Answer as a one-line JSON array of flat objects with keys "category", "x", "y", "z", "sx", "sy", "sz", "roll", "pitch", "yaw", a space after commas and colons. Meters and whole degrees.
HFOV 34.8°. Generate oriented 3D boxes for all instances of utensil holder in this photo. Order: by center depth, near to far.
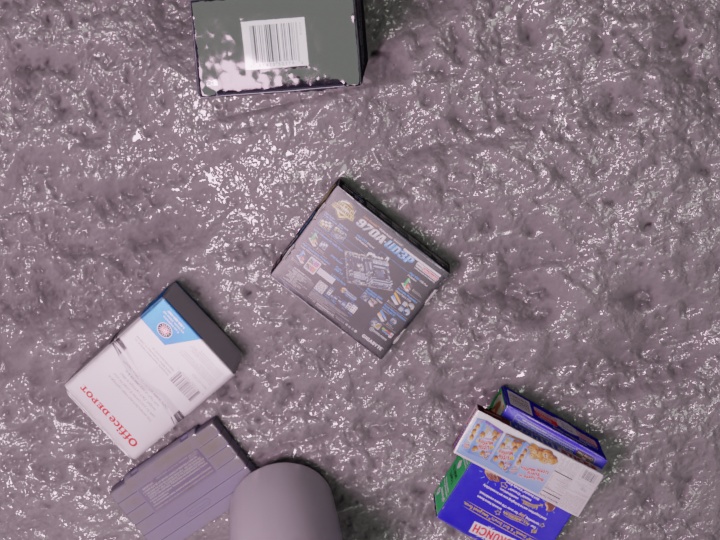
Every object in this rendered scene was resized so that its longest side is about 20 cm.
[{"category": "utensil holder", "x": -0.101, "y": 0.389, "z": 1.591, "sx": 0.167, "sy": 0.201, "sz": 0.172, "roll": -3, "pitch": 118, "yaw": -6}]

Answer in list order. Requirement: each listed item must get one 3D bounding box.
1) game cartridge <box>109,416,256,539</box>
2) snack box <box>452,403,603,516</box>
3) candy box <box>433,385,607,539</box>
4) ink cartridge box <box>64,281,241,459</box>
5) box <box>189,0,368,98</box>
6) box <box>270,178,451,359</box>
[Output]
[{"category": "game cartridge", "x": -0.255, "y": 0.314, "z": 1.681, "sx": 0.199, "sy": 0.038, "sz": 0.130, "roll": -34, "pitch": 98, "yaw": 12}, {"category": "snack box", "x": 0.228, "y": 0.259, "z": 1.563, "sx": 0.198, "sy": 0.024, "sz": 0.073, "roll": 28, "pitch": 106, "yaw": -5}, {"category": "candy box", "x": 0.223, "y": 0.295, "z": 1.627, "sx": 0.168, "sy": 0.077, "sz": 0.202, "roll": 29, "pitch": 104, "yaw": -6}, {"category": "ink cartridge box", "x": -0.288, "y": 0.139, "z": 1.601, "sx": 0.199, "sy": 0.086, "sz": 0.147, "roll": -39, "pitch": 101, "yaw": 14}, {"category": "box", "x": -0.093, "y": -0.290, "z": 1.400, "sx": 0.193, "sy": 0.200, "sz": 0.119, "roll": -3, "pitch": 108, "yaw": 4}, {"category": "box", "x": 0.000, "y": 0.000, "z": 1.564, "sx": 0.199, "sy": 0.046, "sz": 0.160, "roll": 36, "pitch": 105, "yaw": -8}]
